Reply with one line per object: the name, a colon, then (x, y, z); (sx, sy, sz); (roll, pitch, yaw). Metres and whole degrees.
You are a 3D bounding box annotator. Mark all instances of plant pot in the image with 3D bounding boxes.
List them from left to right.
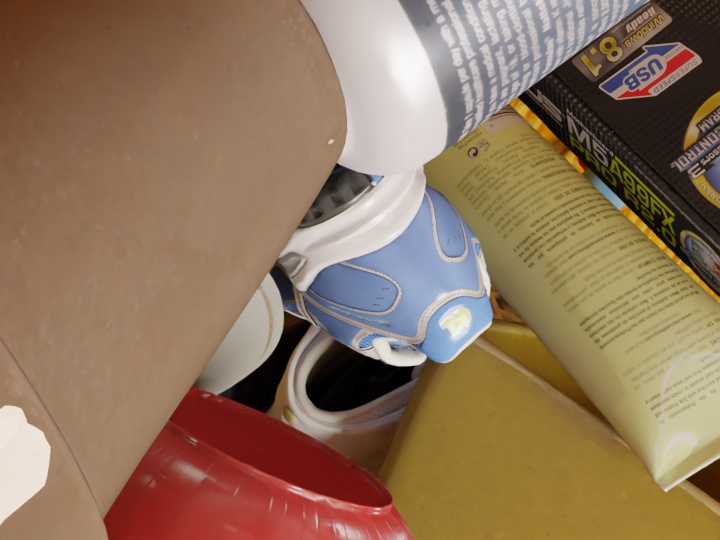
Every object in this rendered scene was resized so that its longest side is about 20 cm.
plant pot: (-0.103, -0.022, 0.786); (0.175, 0.200, 0.201); (-43, 156, -20)
plant pot: (0.095, 0.156, 1.142); (0.201, 0.195, 0.194); (-59, 154, 11)

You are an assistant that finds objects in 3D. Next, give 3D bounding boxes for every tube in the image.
tube: (0.076, -0.003, 1.082); (0.058, 0.200, 0.052); (-49, 152, 10)

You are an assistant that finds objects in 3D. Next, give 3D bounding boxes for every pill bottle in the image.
pill bottle: (0.013, -0.101, 0.934); (0.200, 0.120, 0.120); (-37, 154, -16)

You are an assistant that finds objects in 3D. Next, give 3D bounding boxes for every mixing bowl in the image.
mixing bowl: (-0.053, 0.106, 0.986); (0.200, 0.200, 0.109); (14, 103, -61)

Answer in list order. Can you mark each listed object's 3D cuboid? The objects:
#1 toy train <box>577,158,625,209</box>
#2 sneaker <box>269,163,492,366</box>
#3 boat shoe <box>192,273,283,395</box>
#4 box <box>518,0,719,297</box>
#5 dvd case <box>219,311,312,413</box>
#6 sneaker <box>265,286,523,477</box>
toy train: (0.165, -0.109, 1.219); (0.200, 0.056, 0.150); (-46, -167, -15)
sneaker: (0.000, 0.000, 1.059); (0.076, 0.077, 0.200); (-39, -176, -3)
boat shoe: (-0.088, -0.006, 0.996); (0.075, 0.062, 0.200); (-42, 152, 7)
box: (0.169, -0.099, 1.122); (0.200, 0.160, 0.044); (-37, 153, -12)
dvd case: (-0.060, 0.074, 1.214); (0.199, 0.016, 0.149); (-29, 152, -30)
sneaker: (0.044, 0.034, 1.190); (0.199, 0.074, 0.116); (-29, 162, -28)
